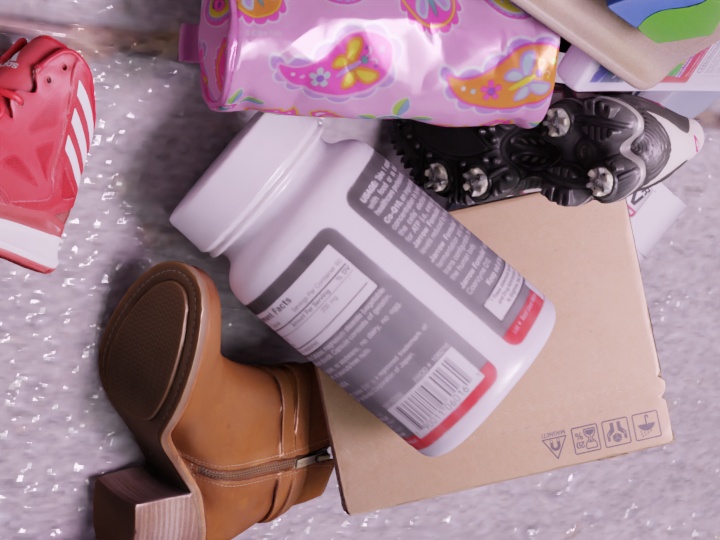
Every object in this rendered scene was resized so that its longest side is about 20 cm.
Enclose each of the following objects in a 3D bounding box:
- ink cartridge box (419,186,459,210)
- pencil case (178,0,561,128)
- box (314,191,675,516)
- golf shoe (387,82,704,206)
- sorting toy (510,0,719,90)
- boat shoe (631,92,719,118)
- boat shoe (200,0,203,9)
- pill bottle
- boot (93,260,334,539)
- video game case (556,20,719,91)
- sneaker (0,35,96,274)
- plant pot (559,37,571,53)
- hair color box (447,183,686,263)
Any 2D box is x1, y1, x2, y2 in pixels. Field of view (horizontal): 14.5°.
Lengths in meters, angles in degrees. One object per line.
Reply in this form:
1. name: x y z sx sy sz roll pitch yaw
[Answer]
1. ink cartridge box: 0.069 0.001 1.764 0.095 0.037 0.200 -7 116 -42
2. pencil case: 0.007 -0.121 1.522 0.199 0.087 0.088 1 111 -17
3. box: 0.072 0.042 1.650 0.199 0.021 0.164 -12 94 -6
4. golf shoe: 0.103 -0.075 1.635 0.088 0.200 0.077 -11 108 -46
5. sorting toy: 0.166 -0.180 1.446 0.200 0.037 0.185 -34 133 31
6. boat shoe: 0.221 -0.177 1.802 0.075 0.086 0.202 -9 144 -48
7. boat shoe: -0.016 -0.206 1.550 0.072 0.062 0.200 35 102 -32
8. pill bottle: 0.000 0.000 1.571 0.200 0.114 0.114 41 76 -6
9. boot: -0.069 0.073 1.627 0.155 0.077 0.200 -14 121 -39
10. video game case: 0.216 -0.183 1.578 0.182 0.023 0.200 -4 134 -49
11. sneaker: -0.208 -0.078 1.431 0.200 0.078 0.116 29 79 -60
12. plant pot: 0.137 -0.238 1.606 0.199 0.200 0.178 -17 132 -39
13. hair color box: 0.093 0.002 1.710 0.200 0.061 0.099 -51 126 -1
